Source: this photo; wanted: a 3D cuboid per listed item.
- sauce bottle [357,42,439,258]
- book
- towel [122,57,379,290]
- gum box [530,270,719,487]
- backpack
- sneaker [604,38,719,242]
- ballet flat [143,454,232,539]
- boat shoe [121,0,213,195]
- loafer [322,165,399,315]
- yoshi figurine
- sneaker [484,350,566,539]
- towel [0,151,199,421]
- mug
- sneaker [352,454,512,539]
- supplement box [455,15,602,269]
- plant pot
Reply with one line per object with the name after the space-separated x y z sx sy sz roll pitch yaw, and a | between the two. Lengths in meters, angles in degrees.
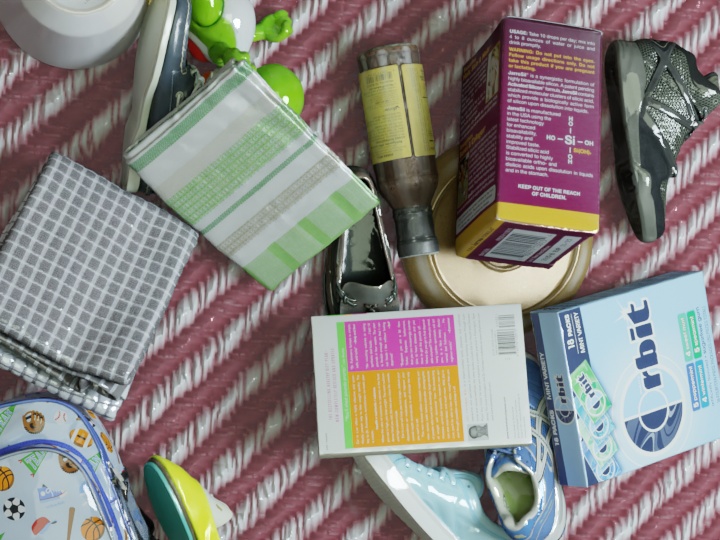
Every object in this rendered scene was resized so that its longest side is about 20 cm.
0.040 -0.113 1.658 0.064 0.065 0.201 -7 89 -11 | sauce bottle
0.056 0.103 1.625 0.199 0.048 0.135 -3 79 -3 | book
-0.099 -0.086 1.593 0.149 0.031 0.200 -37 120 18 | towel
0.265 0.102 1.695 0.199 0.044 0.171 -13 96 -34 | gum box
-0.298 0.209 1.574 0.199 0.154 0.192 -20 86 -7 | backpack
0.306 -0.130 1.713 0.113 0.076 0.201 -4 88 -5 | sneaker
-0.147 0.259 1.652 0.067 0.067 0.201 -23 101 -31 | ballet flat
-0.175 -0.161 1.593 0.061 0.075 0.201 5 111 -19 | boat shoe
0.000 0.000 1.662 0.071 0.063 0.201 -9 95 -11 | loafer
-0.104 -0.210 1.611 0.112 0.112 0.201 -16 99 -17 | yoshi figurine
0.156 0.167 1.672 0.075 0.077 0.201 -16 73 21 | sneaker
-0.251 0.011 1.564 0.165 0.086 0.201 29 56 -13 | towel
-0.252 -0.279 1.551 0.148 0.153 0.188 4 91 -11 | mug
0.073 0.214 1.690 0.082 0.074 0.200 -47 109 -14 | sneaker
0.157 -0.117 1.630 0.103 0.131 0.201 7 75 -12 | supplement box
0.138 -0.032 1.708 0.199 0.027 0.201 -1 93 -12 | plant pot
